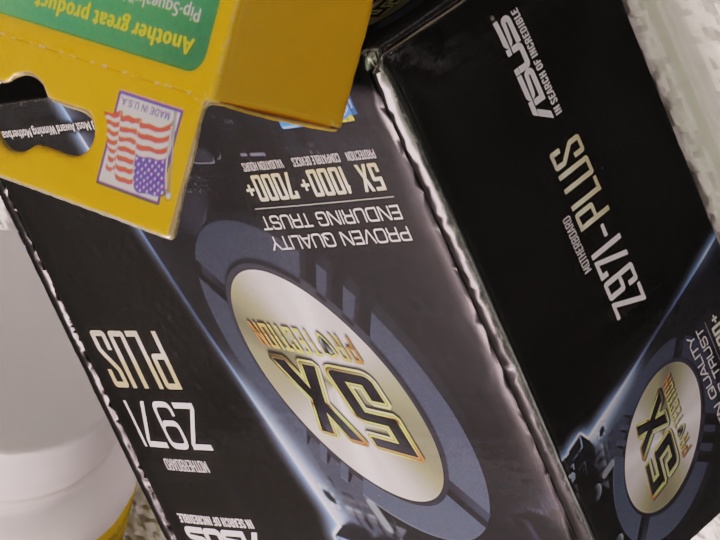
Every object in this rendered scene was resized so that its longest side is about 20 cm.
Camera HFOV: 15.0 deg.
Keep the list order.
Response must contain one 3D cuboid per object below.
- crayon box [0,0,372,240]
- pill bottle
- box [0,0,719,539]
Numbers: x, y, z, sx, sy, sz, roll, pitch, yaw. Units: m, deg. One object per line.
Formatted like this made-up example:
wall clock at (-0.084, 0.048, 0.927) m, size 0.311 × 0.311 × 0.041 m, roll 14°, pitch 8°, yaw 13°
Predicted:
crayon box at (-0.047, -0.117, 0.679) m, size 0.125 × 0.051 × 0.201 m, roll 19°, pitch 97°, yaw 40°
pill bottle at (-0.140, 0.084, 0.997) m, size 0.114 × 0.114 × 0.201 m, roll 41°, pitch 143°, yaw 18°
box at (0.000, 0.000, 0.782) m, size 0.199 × 0.086 × 0.165 m, roll -1°, pitch 119°, yaw 50°
